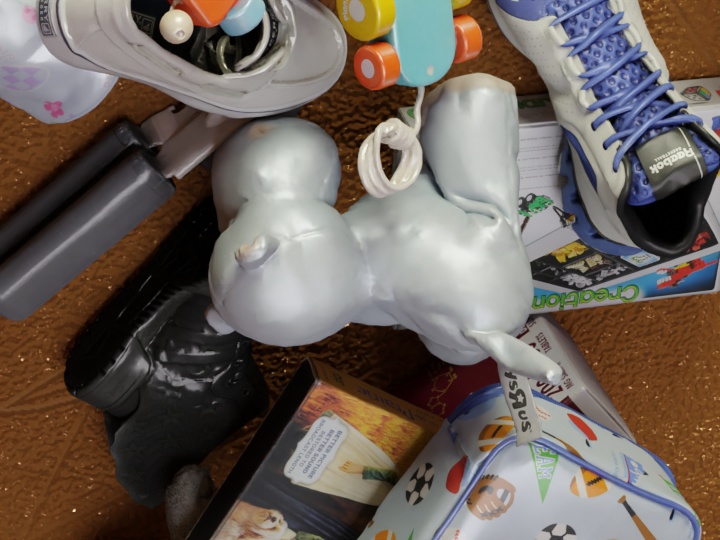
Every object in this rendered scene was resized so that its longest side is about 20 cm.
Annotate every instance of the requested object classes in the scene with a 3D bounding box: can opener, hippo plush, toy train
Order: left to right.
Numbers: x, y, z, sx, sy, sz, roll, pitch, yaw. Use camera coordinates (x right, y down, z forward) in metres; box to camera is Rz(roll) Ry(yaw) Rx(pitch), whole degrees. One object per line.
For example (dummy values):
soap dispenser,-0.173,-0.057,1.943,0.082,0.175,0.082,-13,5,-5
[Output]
can opener,-0.112,-0.044,1.528,0.200,0.053,0.066,-37,130,6
toy train,-0.027,-0.131,1.379,0.200,0.056,0.151,46,68,-40
hippo plush,0.000,0.000,1.493,0.160,0.201,0.159,-3,155,-7

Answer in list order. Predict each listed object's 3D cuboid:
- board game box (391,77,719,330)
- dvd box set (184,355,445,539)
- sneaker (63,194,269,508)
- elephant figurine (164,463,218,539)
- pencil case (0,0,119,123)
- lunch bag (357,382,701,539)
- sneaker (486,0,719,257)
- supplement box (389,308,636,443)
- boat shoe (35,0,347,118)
board game box,0.112,-0.037,1.634,0.199,0.035,0.127,-6,124,-18
dvd box set,0.018,0.146,1.594,0.200,0.029,0.147,26,108,-25
sneaker,-0.082,0.040,1.598,0.200,0.060,0.104,-43,127,17
elephant figurine,-0.119,0.217,1.672,0.155,0.141,0.200,-55,128,-23
pencil case,-0.198,-0.146,1.399,0.091,0.083,0.200,-22,139,39
lunch bag,0.078,0.169,1.561,0.160,0.076,0.200,27,107,-27
sneaker,0.139,-0.090,1.529,0.080,0.115,0.200,-25,110,-13
supplement box,0.047,0.113,1.667,0.200,0.109,0.061,-40,126,8
boat shoe,-0.064,-0.116,1.416,0.200,0.066,0.072,14,82,-50
